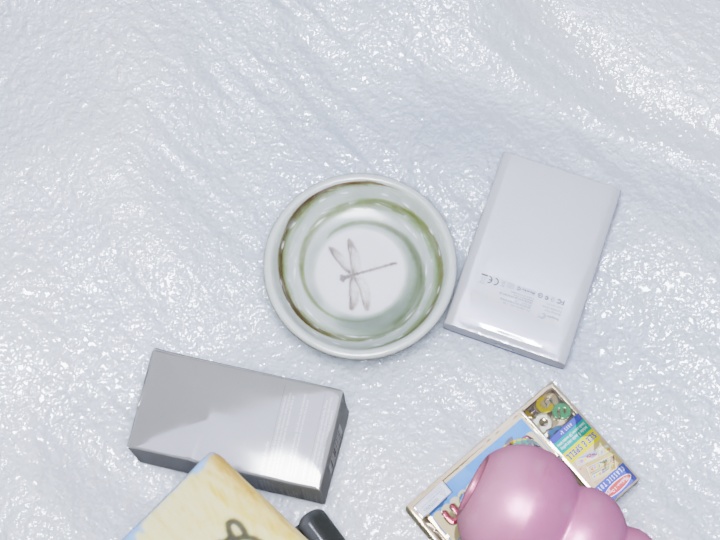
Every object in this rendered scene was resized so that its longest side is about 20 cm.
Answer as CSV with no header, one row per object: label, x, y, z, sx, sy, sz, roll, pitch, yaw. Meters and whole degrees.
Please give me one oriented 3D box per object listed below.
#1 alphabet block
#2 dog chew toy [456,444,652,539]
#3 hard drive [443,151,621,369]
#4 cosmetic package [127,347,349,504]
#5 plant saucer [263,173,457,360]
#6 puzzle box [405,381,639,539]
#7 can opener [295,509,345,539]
alphabet block,-0.108,0.323,1.326,0.195,0.197,0.200,-45,55,-12
dog chew toy,0.192,0.249,1.393,0.199,0.125,0.125,29,74,1
hard drive,0.180,-0.012,1.551,0.131,0.025,0.201,19,73,7
cosmetic package,-0.120,0.155,1.470,0.198,0.090,0.108,13,72,8
plant saucer,0.000,0.000,1.537,0.198,0.050,0.202,0,72,1
puzzle box,0.160,0.223,1.473,0.200,0.025,0.133,-39,76,-12
can opener,0.009,0.316,1.439,0.200,0.053,0.066,47,44,13
